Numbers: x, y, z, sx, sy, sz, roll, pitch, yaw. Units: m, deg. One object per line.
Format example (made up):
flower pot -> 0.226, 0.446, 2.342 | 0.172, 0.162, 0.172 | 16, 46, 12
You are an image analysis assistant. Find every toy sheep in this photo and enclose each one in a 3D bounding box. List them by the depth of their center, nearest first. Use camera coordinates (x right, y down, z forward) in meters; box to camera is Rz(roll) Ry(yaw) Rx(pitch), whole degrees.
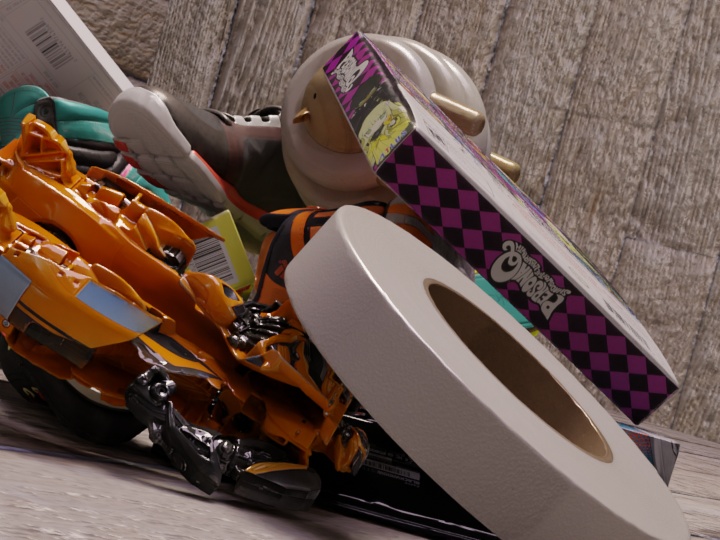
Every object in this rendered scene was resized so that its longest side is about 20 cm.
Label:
toy sheep -> 0.020, -0.075, 1.225 | 0.137, 0.139, 0.200 | 16, -15, 21

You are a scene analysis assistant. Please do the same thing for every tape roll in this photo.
tape roll -> 0.054, 0.054, 0.834 | 0.203, 0.037, 0.203 | 41, 11, -9

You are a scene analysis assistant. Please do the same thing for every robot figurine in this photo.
robot figurine -> -0.079, 0.019, 0.830 | 0.199, 0.058, 0.145 | 31, 25, -1

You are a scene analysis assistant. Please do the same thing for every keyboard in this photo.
keyboard -> 0.005, 0.095, 0.902 | 0.199, 0.040, 0.104 | 17, 23, -5

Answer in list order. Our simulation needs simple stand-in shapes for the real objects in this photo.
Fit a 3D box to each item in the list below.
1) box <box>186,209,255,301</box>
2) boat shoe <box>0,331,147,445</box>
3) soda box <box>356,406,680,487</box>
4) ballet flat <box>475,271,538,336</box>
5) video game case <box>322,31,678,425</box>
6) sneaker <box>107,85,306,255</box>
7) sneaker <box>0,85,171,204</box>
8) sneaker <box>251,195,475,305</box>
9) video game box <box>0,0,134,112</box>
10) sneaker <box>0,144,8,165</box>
box -> -0.112, 0.013, 1.291 | 0.075, 0.050, 0.200 | -22, -6, -10
boat shoe -> -0.126, 0.034, 0.923 | 0.073, 0.064, 0.201 | 14, 16, -22
soda box -> 0.052, 0.086, 1.008 | 0.198, 0.064, 0.068 | 15, 0, -3
ballet flat -> 0.027, 0.026, 1.268 | 0.199, 0.067, 0.067 | 6, -23, -36
video game case -> 0.070, -0.027, 1.059 | 0.200, 0.036, 0.181 | 43, 10, -22
sneaker -> -0.080, -0.075, 1.251 | 0.077, 0.082, 0.200 | 19, -14, 37
sneaker -> -0.209, -0.048, 1.234 | 0.199, 0.122, 0.083 | -16, -9, -39
sneaker -> 0.000, 0.000, 1.150 | 0.111, 0.078, 0.200 | 0, -19, 16
video game box -> -0.236, -0.085, 1.312 | 0.200, 0.181, 0.047 | 54, 8, -42
sneaker -> -0.181, -0.009, 1.106 | 0.074, 0.116, 0.200 | 16, 0, 13
